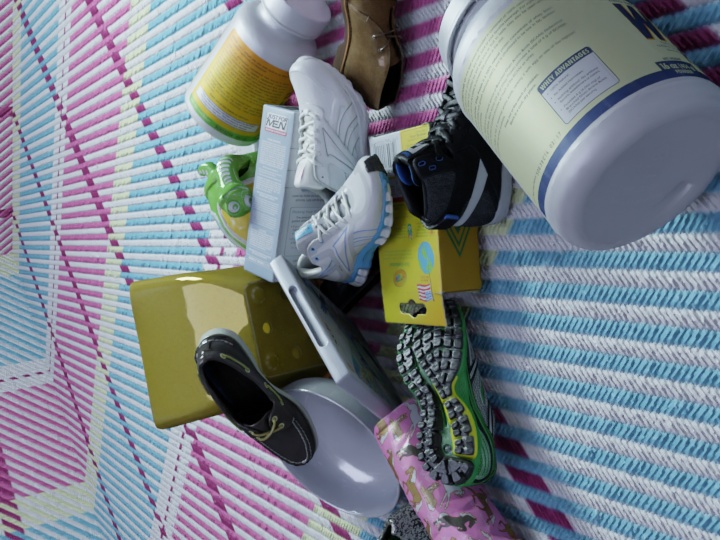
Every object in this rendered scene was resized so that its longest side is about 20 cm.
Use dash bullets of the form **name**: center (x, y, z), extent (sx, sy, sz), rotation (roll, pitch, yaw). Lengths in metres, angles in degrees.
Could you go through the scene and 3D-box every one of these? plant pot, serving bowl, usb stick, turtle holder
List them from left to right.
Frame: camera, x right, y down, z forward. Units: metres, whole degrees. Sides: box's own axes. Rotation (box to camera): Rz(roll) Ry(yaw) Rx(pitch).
- **plant pot**: center (-0.146, 0.082, 1.253), extent (0.200, 0.195, 0.195), rotation (-15, 85, 46)
- **turtle holder**: center (-0.122, -0.091, 1.254), extent (0.186, 0.141, 0.132), rotation (123, 130, -70)
- **serving bowl**: center (-0.020, 0.206, 1.204), extent (0.200, 0.066, 0.200), rotation (24, 136, 25)
- **usb stick**: center (0.000, 0.000, 1.181), extent (0.056, 0.033, 0.200), rotation (65, 149, 13)

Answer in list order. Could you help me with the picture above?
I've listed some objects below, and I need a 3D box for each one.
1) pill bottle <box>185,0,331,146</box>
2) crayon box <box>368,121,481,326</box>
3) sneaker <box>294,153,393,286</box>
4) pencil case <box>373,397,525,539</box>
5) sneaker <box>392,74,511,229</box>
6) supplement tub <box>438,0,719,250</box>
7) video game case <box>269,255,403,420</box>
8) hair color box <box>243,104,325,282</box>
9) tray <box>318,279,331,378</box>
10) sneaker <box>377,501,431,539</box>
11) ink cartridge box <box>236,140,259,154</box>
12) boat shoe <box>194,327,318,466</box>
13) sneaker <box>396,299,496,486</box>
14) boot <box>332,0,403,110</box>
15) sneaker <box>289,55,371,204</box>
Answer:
- **pill bottle**: center (-0.123, -0.258, 1.209), extent (0.200, 0.111, 0.111), rotation (-48, 55, 34)
- **crayon box**: center (0.065, -0.045, 1.011), extent (0.127, 0.051, 0.201), rotation (1, 95, 62)
- **sneaker**: center (-0.023, -0.044, 1.037), extent (0.200, 0.086, 0.075), rotation (110, 151, -51)
- **pencil case**: center (0.091, 0.227, 1.024), extent (0.200, 0.086, 0.083), rotation (59, 169, 34)
- **sneaker**: center (0.084, -0.132, 0.892), extent (0.073, 0.112, 0.200), rotation (23, 119, 57)
- **supplement tub**: center (0.157, -0.130, 0.721), extent (0.200, 0.145, 0.145), rotation (59, 146, 34)
- **video game case**: center (-0.016, 0.090, 1.119), extent (0.182, 0.022, 0.200), rotation (57, -174, 36)
- **hair color box**: center (-0.072, -0.092, 1.169), extent (0.061, 0.099, 0.200), rotation (22, 109, 43)
- **tray**: center (-0.080, 0.044, 1.344), extent (0.200, 0.037, 0.099), rotation (64, 149, 29)
- **sneaker**: center (0.038, 0.326, 1.155), extent (0.077, 0.088, 0.200), rotation (57, 145, 37)
- **ink cartridge box**: center (-0.154, -0.228, 1.405), extent (0.200, 0.050, 0.163), rotation (-171, 72, -79)
- **boat shoe**: center (-0.120, 0.158, 1.126), extent (0.201, 0.072, 0.061), rotation (52, -163, -20)
- **sneaker**: center (0.091, 0.125, 1.002), extent (0.078, 0.085, 0.200), rotation (-19, 62, 27)
- **boot**: center (0.022, -0.257, 1.029), extent (0.075, 0.074, 0.200), rotation (45, 146, 29)
- **sneaker**: center (-0.037, -0.134, 1.079), extent (0.078, 0.099, 0.200), rotation (5, 125, 57)
